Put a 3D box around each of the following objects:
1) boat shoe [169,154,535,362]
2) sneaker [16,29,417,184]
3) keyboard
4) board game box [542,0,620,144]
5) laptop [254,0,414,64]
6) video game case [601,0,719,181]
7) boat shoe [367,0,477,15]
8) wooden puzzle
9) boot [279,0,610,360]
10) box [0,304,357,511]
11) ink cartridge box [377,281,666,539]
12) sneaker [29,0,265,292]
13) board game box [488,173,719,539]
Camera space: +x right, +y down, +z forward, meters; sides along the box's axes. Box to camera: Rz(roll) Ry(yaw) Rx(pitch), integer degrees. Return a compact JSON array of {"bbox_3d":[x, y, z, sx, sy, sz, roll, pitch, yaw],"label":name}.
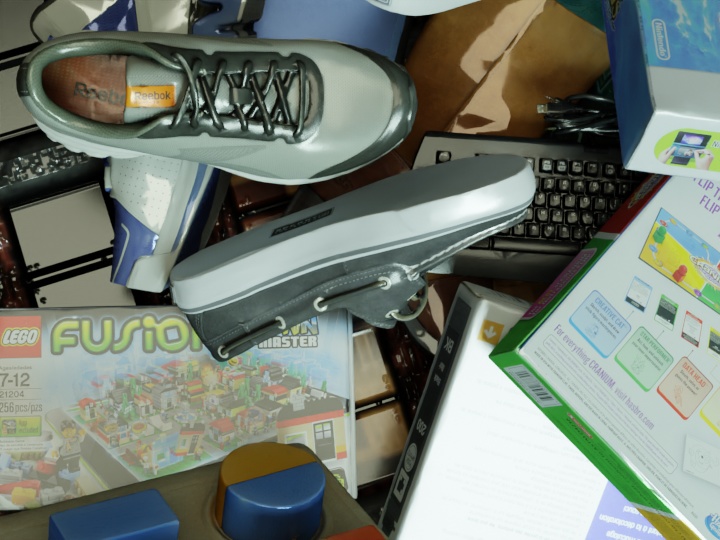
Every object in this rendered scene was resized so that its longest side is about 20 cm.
[{"bbox_3d":[0.000,0.000,0.753,0.199,0.070,0.067,-19,107,14],"label":"boat shoe"},{"bbox_3d":[-0.072,-0.081,0.728,0.199,0.079,0.074,3,93,1],"label":"sneaker"},{"bbox_3d":[0.124,-0.045,0.778,0.199,0.040,0.105,3,85,-6],"label":"keyboard"},{"bbox_3d":[0.187,-0.107,0.863,0.199,0.028,0.136,18,83,-2],"label":"board game box"},{"bbox_3d":[-0.045,-0.190,0.817,0.176,0.201,0.104,15,46,-3],"label":"laptop"},{"bbox_3d":[0.212,-0.128,0.741,0.180,0.046,0.201,7,54,-10],"label":"video game case"},{"bbox_3d":[0.073,-0.191,0.781,0.199,0.066,0.072,-21,53,-38],"label":"boat shoe"},{"bbox_3d":[-0.061,0.139,0.678,0.184,0.200,0.047,-11,120,-31],"label":"wooden puzzle"},{"bbox_3d":[0.079,-0.046,0.825,0.188,0.068,0.200,37,87,6],"label":"boot"},{"bbox_3d":[-0.103,0.074,0.819,0.199,0.035,0.111,-2,84,-4],"label":"box"},{"bbox_3d":[0.115,0.128,0.790,0.197,0.043,0.201,17,99,-13],"label":"ink cartridge box"},{"bbox_3d":[-0.124,-0.097,0.810,0.114,0.081,0.201,14,97,5],"label":"sneaker"},{"bbox_3d":[0.184,0.023,0.746,0.153,0.040,0.200,46,74,-6],"label":"board game box"}]
